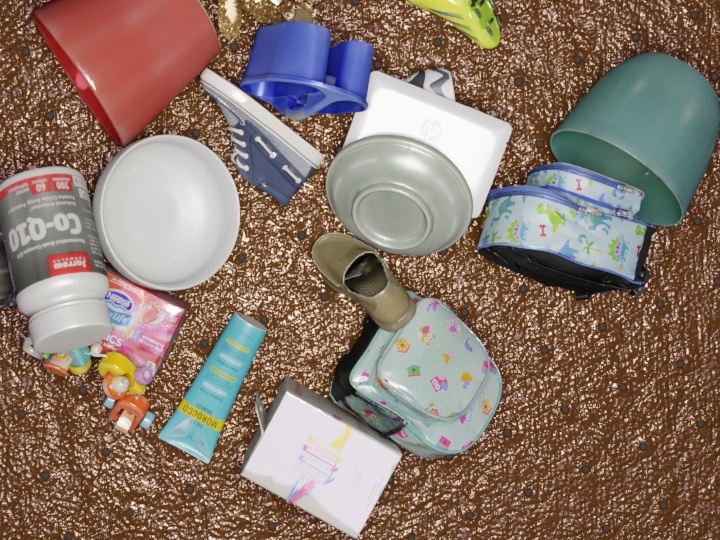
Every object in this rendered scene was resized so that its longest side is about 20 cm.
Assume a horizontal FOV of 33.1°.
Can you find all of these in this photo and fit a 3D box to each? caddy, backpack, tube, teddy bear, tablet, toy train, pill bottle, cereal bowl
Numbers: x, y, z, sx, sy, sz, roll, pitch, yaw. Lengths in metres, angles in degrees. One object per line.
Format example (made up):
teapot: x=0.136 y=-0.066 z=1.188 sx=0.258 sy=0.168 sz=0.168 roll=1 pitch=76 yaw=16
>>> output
caddy: x=-0.068 y=-0.242 z=1.536 sx=0.140 sy=0.199 sz=0.107 roll=15 pitch=87 yaw=-30
backpack: x=0.088 y=0.144 z=1.581 sx=0.200 sy=0.153 sz=0.177 roll=41 pitch=61 yaw=-13
backpack: x=0.259 y=-0.056 z=1.567 sx=0.197 sy=0.183 sz=0.149 roll=15 pitch=82 yaw=-17
tube: x=-0.193 y=0.154 z=1.624 sx=0.077 sy=0.050 sz=0.202 roll=28 pitch=96 yaw=2
teddy bear: x=-0.143 y=-0.377 z=1.594 sx=0.197 sy=0.067 sz=0.147 roll=-1 pitch=102 yaw=-11
tablet: x=0.083 y=-0.162 z=1.563 sx=0.198 sy=0.014 sz=0.132 roll=21 pitch=99 yaw=-2
toy train: x=-0.345 y=0.146 z=1.549 sx=0.199 sy=0.150 sz=0.056 roll=33 pitch=52 yaw=-14
pill bottle: x=-0.367 y=-0.012 z=1.460 sx=0.112 sy=0.114 sz=0.203 roll=-16 pitch=75 yaw=-3
cereal bowl: x=-0.259 y=-0.073 z=1.567 sx=0.198 sy=0.083 sz=0.203 roll=1 pitch=89 yaw=-35

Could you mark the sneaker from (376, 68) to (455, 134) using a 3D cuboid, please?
sneaker: x=0.069 y=-0.161 z=1.610 sx=0.128 sy=0.080 sz=0.202 roll=-7 pitch=101 yaw=4

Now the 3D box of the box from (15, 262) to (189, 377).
box: x=-0.332 y=0.048 z=1.579 sx=0.198 sy=0.095 sz=0.101 roll=26 pitch=92 yaw=-5

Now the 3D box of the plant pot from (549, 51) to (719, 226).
plant pot: x=0.373 y=-0.182 z=1.577 sx=0.200 sy=0.201 sz=0.162 roll=37 pitch=79 yaw=-5

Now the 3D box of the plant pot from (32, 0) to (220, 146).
plant pot: x=-0.286 y=-0.289 z=1.527 sx=0.177 sy=0.200 sz=0.202 roll=-36 pitch=95 yaw=-10

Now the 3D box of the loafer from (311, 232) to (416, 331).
loafer: x=0.000 y=0.000 z=1.564 sx=0.076 sy=0.200 sz=0.068 roll=-41 pitch=137 yaw=-13

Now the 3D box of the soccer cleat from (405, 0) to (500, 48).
soccer cleat: x=0.107 y=-0.367 z=1.616 sx=0.200 sy=0.065 sz=0.083 roll=43 pitch=131 yaw=-15

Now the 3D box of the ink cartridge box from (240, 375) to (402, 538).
ink cartridge box: x=-0.064 y=0.237 z=1.594 sx=0.198 sy=0.129 sz=0.126 roll=29 pitch=91 yaw=-4

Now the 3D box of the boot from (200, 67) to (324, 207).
boot: x=-0.146 y=-0.171 z=1.579 sx=0.199 sy=0.073 sz=0.091 roll=37 pitch=93 yaw=-20

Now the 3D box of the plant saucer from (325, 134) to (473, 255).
plant saucer: x=0.045 y=-0.082 z=1.561 sx=0.198 sy=0.201 sz=0.051 roll=24 pitch=47 yaw=-5

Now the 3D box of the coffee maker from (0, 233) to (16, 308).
coffee maker: x=-0.533 y=0.025 z=1.511 sx=0.191 sy=0.200 sz=0.135 roll=-37 pitch=94 yaw=-1
